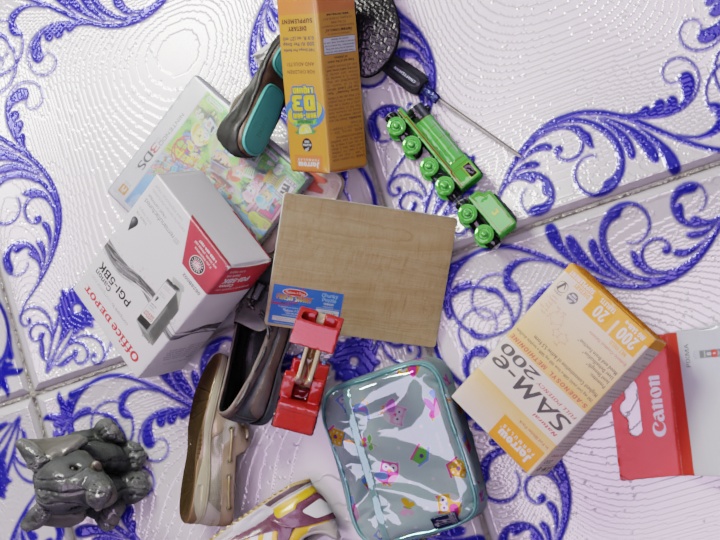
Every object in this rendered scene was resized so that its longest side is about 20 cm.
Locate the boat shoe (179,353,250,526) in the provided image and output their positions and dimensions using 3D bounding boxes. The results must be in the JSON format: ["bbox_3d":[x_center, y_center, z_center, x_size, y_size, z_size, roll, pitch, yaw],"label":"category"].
[{"bbox_3d":[-0.165,0.199,1.501,0.065,0.072,0.201,11,78,-21],"label":"boat shoe"}]

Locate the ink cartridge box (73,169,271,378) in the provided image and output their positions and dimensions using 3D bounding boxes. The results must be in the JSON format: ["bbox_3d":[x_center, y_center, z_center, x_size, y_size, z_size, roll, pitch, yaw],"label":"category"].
[{"bbox_3d":[-0.220,0.006,1.467,0.147,0.083,0.200,50,119,17],"label":"ink cartridge box"}]

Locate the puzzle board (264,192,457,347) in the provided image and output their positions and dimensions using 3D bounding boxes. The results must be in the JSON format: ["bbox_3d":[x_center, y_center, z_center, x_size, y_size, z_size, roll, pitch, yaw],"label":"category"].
[{"bbox_3d":[0.000,0.000,1.441,0.199,0.017,0.151,8,99,-9],"label":"puzzle board"}]

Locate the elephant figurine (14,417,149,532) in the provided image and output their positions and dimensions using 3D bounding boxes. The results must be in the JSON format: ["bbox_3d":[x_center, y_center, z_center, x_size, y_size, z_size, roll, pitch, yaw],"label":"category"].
[{"bbox_3d":[-0.337,0.239,1.469,0.155,0.200,0.142,-42,80,10],"label":"elephant figurine"}]

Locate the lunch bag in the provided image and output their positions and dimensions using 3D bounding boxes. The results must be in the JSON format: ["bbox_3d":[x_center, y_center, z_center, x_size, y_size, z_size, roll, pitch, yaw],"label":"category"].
[{"bbox_3d":[0.047,0.208,1.434,0.160,0.077,0.201,-18,85,13],"label":"lunch bag"}]

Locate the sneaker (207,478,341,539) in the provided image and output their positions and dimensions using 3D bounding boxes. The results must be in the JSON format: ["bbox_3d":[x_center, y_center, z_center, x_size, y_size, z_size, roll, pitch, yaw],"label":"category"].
[{"bbox_3d":[-0.117,0.329,1.476,0.200,0.075,0.090,-38,75,12],"label":"sneaker"}]

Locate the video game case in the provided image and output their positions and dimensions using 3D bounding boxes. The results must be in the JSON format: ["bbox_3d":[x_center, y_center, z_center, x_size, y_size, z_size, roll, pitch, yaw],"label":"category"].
[{"bbox_3d":[-0.181,-0.102,1.518,0.200,0.022,0.182,42,100,16],"label":"video game case"}]

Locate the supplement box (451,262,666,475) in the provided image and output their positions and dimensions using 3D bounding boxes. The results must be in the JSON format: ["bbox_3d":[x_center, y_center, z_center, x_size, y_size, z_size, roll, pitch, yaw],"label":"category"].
[{"bbox_3d":[0.214,0.108,1.385,0.126,0.073,0.200,44,101,21],"label":"supplement box"}]

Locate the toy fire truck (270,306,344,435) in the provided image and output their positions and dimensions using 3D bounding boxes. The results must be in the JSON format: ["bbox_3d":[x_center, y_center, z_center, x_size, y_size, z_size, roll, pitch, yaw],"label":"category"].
[{"bbox_3d":[-0.056,0.105,1.399,0.049,0.200,0.142,15,96,0],"label":"toy fire truck"}]

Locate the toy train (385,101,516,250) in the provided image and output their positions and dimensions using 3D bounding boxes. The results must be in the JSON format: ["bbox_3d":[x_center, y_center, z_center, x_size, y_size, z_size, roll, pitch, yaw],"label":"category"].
[{"bbox_3d":[0.103,-0.111,1.448,0.056,0.042,0.200,-38,80,1],"label":"toy train"}]

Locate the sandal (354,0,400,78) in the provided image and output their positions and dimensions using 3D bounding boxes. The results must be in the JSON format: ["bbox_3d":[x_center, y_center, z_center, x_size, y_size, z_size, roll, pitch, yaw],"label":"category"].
[{"bbox_3d":[0.002,-0.316,1.479,0.075,0.045,0.201,-14,75,9],"label":"sandal"}]

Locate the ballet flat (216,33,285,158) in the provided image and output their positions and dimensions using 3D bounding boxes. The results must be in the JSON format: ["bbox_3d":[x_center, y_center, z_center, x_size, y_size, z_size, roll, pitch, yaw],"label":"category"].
[{"bbox_3d":[-0.106,-0.221,1.479,0.068,0.068,0.200,18,69,42],"label":"ballet flat"}]

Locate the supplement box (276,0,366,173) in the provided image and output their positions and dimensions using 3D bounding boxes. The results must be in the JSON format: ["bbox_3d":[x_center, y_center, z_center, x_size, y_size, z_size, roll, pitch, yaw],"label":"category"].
[{"bbox_3d":[-0.043,-0.211,1.437,0.066,0.069,0.201,6,108,42],"label":"supplement box"}]

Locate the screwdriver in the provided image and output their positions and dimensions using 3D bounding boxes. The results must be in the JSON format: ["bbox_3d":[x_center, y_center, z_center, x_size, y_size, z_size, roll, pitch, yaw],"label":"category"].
[{"bbox_3d":[0.100,-0.183,1.453,0.200,0.028,0.029,42,70,15],"label":"screwdriver"}]

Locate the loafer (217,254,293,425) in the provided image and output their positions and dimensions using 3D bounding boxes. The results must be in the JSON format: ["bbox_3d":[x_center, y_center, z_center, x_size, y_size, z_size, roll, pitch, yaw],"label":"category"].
[{"bbox_3d":[-0.119,0.077,1.459,0.072,0.063,0.201,6,87,47],"label":"loafer"}]

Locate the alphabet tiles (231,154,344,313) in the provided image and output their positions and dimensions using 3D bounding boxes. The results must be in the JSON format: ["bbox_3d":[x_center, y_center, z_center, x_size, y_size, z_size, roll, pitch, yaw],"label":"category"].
[{"bbox_3d":[-0.096,-0.034,1.509,0.195,0.015,0.201,23,95,14],"label":"alphabet tiles"}]

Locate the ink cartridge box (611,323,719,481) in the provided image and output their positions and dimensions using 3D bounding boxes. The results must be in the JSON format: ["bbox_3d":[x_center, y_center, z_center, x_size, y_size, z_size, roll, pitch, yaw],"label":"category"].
[{"bbox_3d":[0.369,0.141,1.369,0.199,0.050,0.163,-7,87,11],"label":"ink cartridge box"}]
